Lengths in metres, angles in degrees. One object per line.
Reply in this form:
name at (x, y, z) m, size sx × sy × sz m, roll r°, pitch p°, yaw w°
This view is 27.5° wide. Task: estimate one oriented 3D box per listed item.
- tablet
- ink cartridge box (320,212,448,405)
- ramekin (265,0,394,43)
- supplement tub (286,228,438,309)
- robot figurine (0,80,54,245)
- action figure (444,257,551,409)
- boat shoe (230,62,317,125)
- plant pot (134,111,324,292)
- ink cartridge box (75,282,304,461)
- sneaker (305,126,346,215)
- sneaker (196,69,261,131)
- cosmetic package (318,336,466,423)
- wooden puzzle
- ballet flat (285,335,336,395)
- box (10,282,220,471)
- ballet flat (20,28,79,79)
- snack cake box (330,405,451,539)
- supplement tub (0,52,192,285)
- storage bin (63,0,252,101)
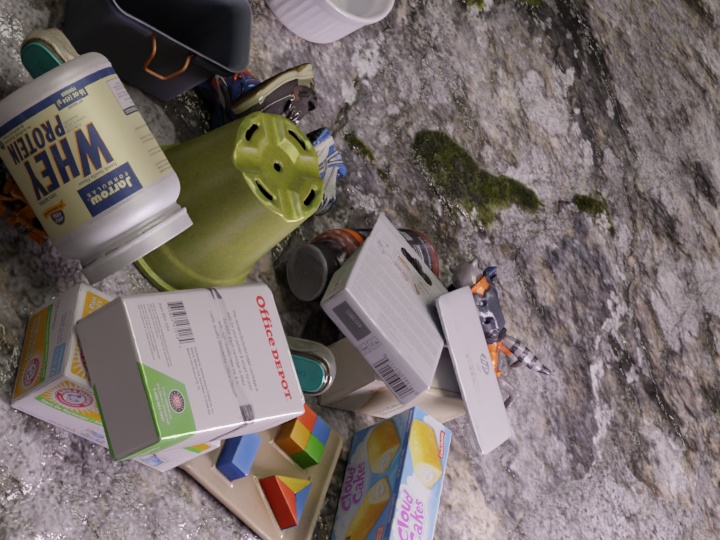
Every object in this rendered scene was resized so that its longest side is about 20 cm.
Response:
tablet at (0.144, 0.122, 1.834) m, size 0.130 × 0.014 × 0.201 m, roll -15°, pitch 90°, yaw -67°
ink cartridge box at (0.038, 0.043, 1.768) m, size 0.163 × 0.057 × 0.200 m, roll 50°, pitch 24°, yaw -14°
ramekin at (-0.054, -0.411, 2.020) m, size 0.200 × 0.097 × 0.202 m, roll 24°, pitch 54°, yaw -37°
supplement tub at (0.000, 0.000, 1.849) m, size 0.199 × 0.107 × 0.108 m, roll -2°, pitch 71°, yaw -47°
robot figurine at (-0.338, -0.114, 1.583) m, size 0.145 × 0.058 × 0.201 m, roll 38°, pitch 45°, yaw -27°
action figure at (0.184, 0.063, 2.020) m, size 0.194 × 0.104 × 0.200 m, roll 60°, pitch 41°, yaw -19°
boat shoe at (-0.092, -0.201, 1.760) m, size 0.066 × 0.071 × 0.201 m, roll 62°, pitch 21°, yaw -8°
plant pot at (-0.147, -0.086, 1.676) m, size 0.200 × 0.184 × 0.202 m, roll 25°, pitch 52°, yaw -37°
ink cartridge box at (-0.167, 0.098, 1.472) m, size 0.199 × 0.084 × 0.146 m, roll -5°, pitch 73°, yaw -48°
sneaker at (-0.067, -0.101, 1.857) m, size 0.085 × 0.077 × 0.200 m, roll 53°, pitch 41°, yaw -18°
sneaker at (-0.154, -0.229, 1.827) m, size 0.075 × 0.078 × 0.201 m, roll -12°, pitch 79°, yaw -50°
cosmetic package at (0.051, 0.136, 1.833) m, size 0.199 × 0.103 × 0.074 m, roll 14°, pitch 59°, yaw -41°
wooden puzzle at (-0.106, 0.198, 1.673) m, size 0.200 × 0.046 × 0.186 m, roll 43°, pitch 44°, yaw -23°
ballet flat at (-0.123, 0.093, 1.658) m, size 0.199 × 0.068 × 0.064 m, roll 15°, pitch 16°, yaw 5°
box at (-0.246, 0.114, 1.524) m, size 0.199 × 0.101 × 0.113 m, roll 31°, pitch 49°, yaw -33°
ballet flat at (-0.285, -0.178, 1.582) m, size 0.201 × 0.067 × 0.062 m, roll 55°, pitch 29°, yaw -10°
snack cake box at (0.033, 0.273, 1.729) m, size 0.067 × 0.115 × 0.201 m, roll 37°, pitch 46°, yaw -27°
supplement tub at (-0.272, -0.102, 1.487) m, size 0.145 × 0.145 × 0.201 m, roll -38°, pitch 100°, yaw -50°
storage bin at (-0.245, -0.277, 1.712) m, size 0.199 × 0.134 × 0.146 m, roll 24°, pitch 53°, yaw -36°
